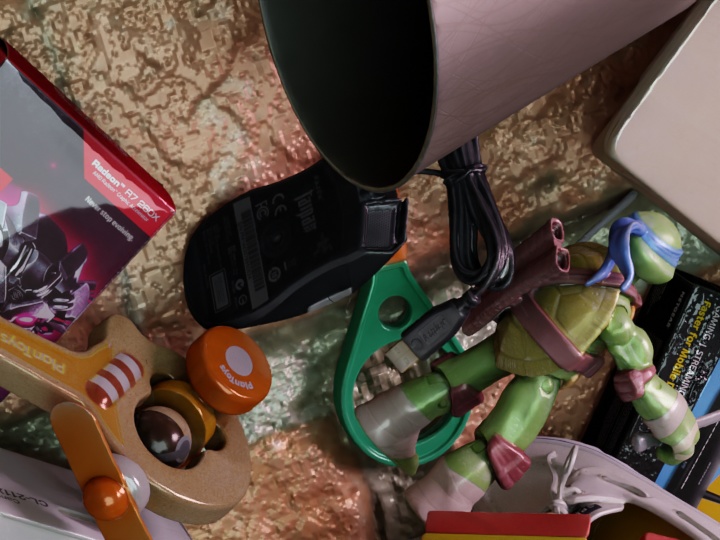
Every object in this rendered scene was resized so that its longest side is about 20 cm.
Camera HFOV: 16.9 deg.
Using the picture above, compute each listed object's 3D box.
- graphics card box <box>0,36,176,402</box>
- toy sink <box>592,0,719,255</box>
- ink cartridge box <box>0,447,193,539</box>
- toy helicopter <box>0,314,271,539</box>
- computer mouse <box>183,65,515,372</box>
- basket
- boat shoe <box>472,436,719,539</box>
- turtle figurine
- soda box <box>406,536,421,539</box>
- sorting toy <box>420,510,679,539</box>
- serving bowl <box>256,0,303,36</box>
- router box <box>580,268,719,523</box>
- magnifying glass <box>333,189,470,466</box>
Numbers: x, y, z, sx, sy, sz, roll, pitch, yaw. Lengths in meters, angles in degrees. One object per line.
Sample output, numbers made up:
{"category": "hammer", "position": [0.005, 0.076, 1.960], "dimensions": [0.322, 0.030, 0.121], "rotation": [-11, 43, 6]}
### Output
{"category": "graphics card box", "position": [-0.207, -0.004, 1.251], "dimensions": [0.200, 0.051, 0.125], "rotation": [-46, 114, 1]}
{"category": "toy sink", "position": [0.215, -0.078, 1.325], "dimensions": [0.200, 0.112, 0.131], "rotation": [34, 94, -27]}
{"category": "ink cartridge box", "position": [-0.190, 0.202, 1.273], "dimensions": [0.145, 0.083, 0.201], "rotation": [22, 106, -32]}
{"category": "toy helicopter", "position": [-0.140, 0.070, 1.211], "dimensions": [0.199, 0.133, 0.079], "rotation": [29, 132, -26]}
{"category": "computer mouse", "position": [0.000, 0.000, 1.254], "dimensions": [0.200, 0.141, 0.046], "rotation": [-32, 148, 25]}
{"category": "basket", "position": [0.068, -0.152, 1.181], "dimensions": [0.199, 0.136, 0.181], "rotation": [-21, 112, -33]}
{"category": "boat shoe", "position": [0.125, 0.139, 1.309], "dimensions": [0.086, 0.202, 0.075], "rotation": [23, 93, -53]}
{"category": "turtle figurine", "position": [0.109, 0.060, 1.278], "dimensions": [0.194, 0.200, 0.144], "rotation": [-40, 81, 7]}
{"category": "soda box", "position": [-0.030, 0.210, 1.359], "dimensions": [0.199, 0.064, 0.068], "rotation": [-13, 109, -12]}
{"category": "sorting toy", "position": [0.101, 0.181, 1.210], "dimensions": [0.198, 0.200, 0.070], "rotation": [13, 64, -3]}
{"category": "serving bowl", "position": [0.003, -0.213, 1.232], "dimensions": [0.199, 0.066, 0.201], "rotation": [-15, 117, -32]}
{"category": "router box", "position": [0.202, 0.115, 1.407], "dimensions": [0.149, 0.051, 0.201], "rotation": [20, 99, -23]}
{"category": "magnifying glass", "position": [0.016, 0.014, 1.341], "dimensions": [0.079, 0.022, 0.201], "rotation": [-13, 111, -13]}
